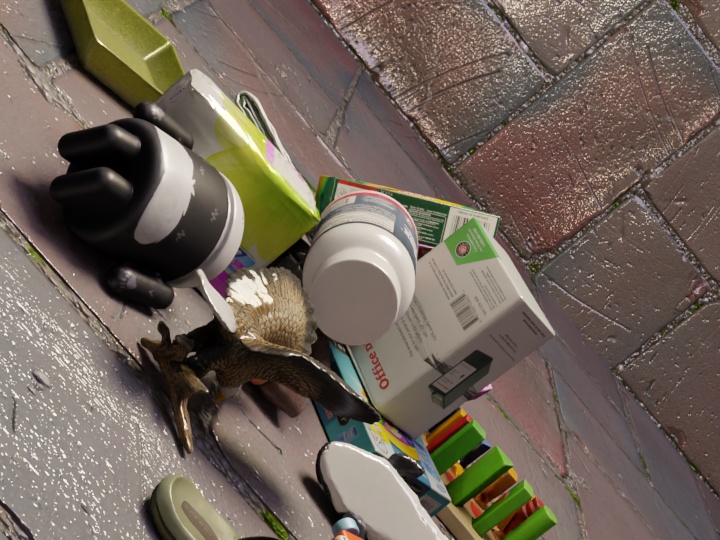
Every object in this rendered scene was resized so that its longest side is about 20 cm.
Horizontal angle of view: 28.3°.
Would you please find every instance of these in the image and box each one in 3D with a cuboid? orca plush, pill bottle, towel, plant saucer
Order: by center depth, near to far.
[{"bbox_3d":[0.034,0.239,1.385,0.198,0.106,0.071,26,-23,-9],"label":"orca plush"},{"bbox_3d":[0.000,0.000,1.485,0.120,0.119,0.200,48,16,-12],"label":"pill bottle"},{"bbox_3d":[-0.082,-0.107,1.607,0.150,0.030,0.200,63,0,18],"label":"towel"},{"bbox_3d":[-0.282,-0.259,1.705,0.200,0.048,0.201,40,17,-44],"label":"plant saucer"}]

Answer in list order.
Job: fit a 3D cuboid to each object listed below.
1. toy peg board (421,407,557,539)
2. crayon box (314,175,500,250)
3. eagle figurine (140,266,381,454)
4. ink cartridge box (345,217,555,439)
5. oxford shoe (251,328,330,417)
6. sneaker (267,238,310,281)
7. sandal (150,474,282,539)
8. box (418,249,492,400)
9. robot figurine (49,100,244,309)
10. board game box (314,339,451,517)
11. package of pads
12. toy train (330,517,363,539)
[{"bbox_3d":[0.150,0.248,1.713,0.201,0.097,0.199,51,13,-6],"label":"toy peg board"},{"bbox_3d":[0.049,-0.065,1.698,0.197,0.059,0.173,13,4,-8],"label":"crayon box"},{"bbox_3d":[-0.087,0.072,1.259,0.150,0.197,0.154,-10,-94,62],"label":"eagle figurine"},{"bbox_3d":[0.091,0.064,1.571,0.084,0.199,0.147,43,15,-42],"label":"ink cartridge box"},{"bbox_3d":[-0.062,0.096,1.475,0.073,0.071,0.200,56,22,-5],"label":"oxford shoe"},{"bbox_3d":[-0.066,0.024,1.675,0.201,0.075,0.079,51,-4,-22],"label":"sneaker"},{"bbox_3d":[-0.075,0.226,1.072,0.201,0.057,0.080,49,13,-14],"label":"sandal"},{"bbox_3d":[0.066,0.072,1.741,0.136,0.039,0.202,-10,72,-40],"label":"box"},{"bbox_3d":[-0.194,-0.061,1.309,0.125,0.151,0.200,39,4,38],"label":"robot figurine"},{"bbox_3d":[0.010,0.164,1.566,0.151,0.047,0.201,39,18,-44],"label":"board game box"},{"bbox_3d":[-0.152,-0.083,1.434,0.200,0.154,0.068,45,14,-24],"label":"package of pads"},{"bbox_3d":[0.033,0.315,1.228,0.150,0.056,0.201,35,18,-48],"label":"toy train"}]
